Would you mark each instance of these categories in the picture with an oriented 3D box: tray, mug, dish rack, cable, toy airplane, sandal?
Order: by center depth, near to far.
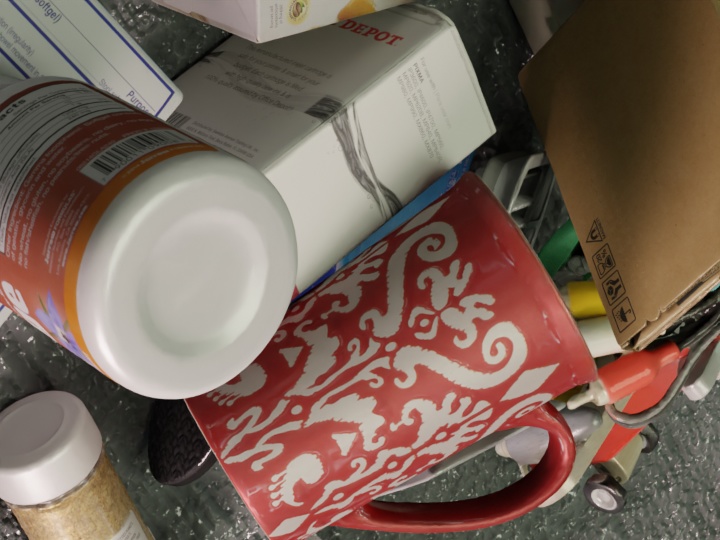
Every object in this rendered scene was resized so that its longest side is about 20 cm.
[{"bbox_3d":[0.023,0.073,1.219,0.199,0.133,0.178,-31,86,-3],"label":"mug"},{"bbox_3d":[-0.066,0.041,1.337,0.045,0.075,0.201,27,87,-41],"label":"sandal"},{"bbox_3d":[0.207,0.030,1.361,0.198,0.050,0.098,-20,84,3],"label":"cable"},{"bbox_3d":[0.037,0.113,1.390,0.107,0.200,0.022,-24,88,-29],"label":"tray"},{"bbox_3d":[0.073,0.001,1.399,0.200,0.043,0.173,-24,134,-79],"label":"dish rack"},{"bbox_3d":[0.163,0.058,1.470,0.141,0.200,0.200,35,96,0],"label":"toy airplane"}]

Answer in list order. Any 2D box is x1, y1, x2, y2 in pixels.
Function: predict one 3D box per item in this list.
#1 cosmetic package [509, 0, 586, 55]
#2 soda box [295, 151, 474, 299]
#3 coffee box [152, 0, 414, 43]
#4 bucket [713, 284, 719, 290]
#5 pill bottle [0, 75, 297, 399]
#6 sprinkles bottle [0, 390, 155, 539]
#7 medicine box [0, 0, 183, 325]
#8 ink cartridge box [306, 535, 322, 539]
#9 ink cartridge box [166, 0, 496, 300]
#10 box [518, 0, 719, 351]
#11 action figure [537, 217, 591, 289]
[{"bbox_3d":[0.172,-0.157,1.443,0.103,0.087,0.201,-45,130,-17],"label":"cosmetic package"},{"bbox_3d":[0.000,0.000,1.380,0.067,0.064,0.202,11,100,-41],"label":"soda box"},{"bbox_3d":[-0.010,-0.198,1.259,0.199,0.114,0.080,-19,119,-32],"label":"coffee box"},{"bbox_3d":[0.340,0.010,1.548,0.135,0.205,0.209,-36,132,-56],"label":"bucket"},{"bbox_3d":[-0.126,-0.025,1.036,0.111,0.199,0.113,-15,117,-33],"label":"pill bottle"},{"bbox_3d":[-0.155,0.165,1.316,0.068,0.068,0.201,-38,128,-21],"label":"sprinkles bottle"},{"bbox_3d":[-0.224,-0.082,1.137,0.201,0.103,0.182,-52,132,-11],"label":"medicine box"},{"bbox_3d":[0.025,0.282,1.459,0.084,0.144,0.200,-46,130,-15],"label":"ink cartridge box"},{"bbox_3d":[-0.046,-0.069,1.259,0.200,0.145,0.085,-41,126,-19],"label":"ink cartridge box"},{"bbox_3d":[0.172,-0.081,1.298,0.021,0.201,0.164,5,144,-36],"label":"box"},{"bbox_3d":[0.159,-0.033,1.397,0.200,0.055,0.118,-49,180,26],"label":"action figure"}]
